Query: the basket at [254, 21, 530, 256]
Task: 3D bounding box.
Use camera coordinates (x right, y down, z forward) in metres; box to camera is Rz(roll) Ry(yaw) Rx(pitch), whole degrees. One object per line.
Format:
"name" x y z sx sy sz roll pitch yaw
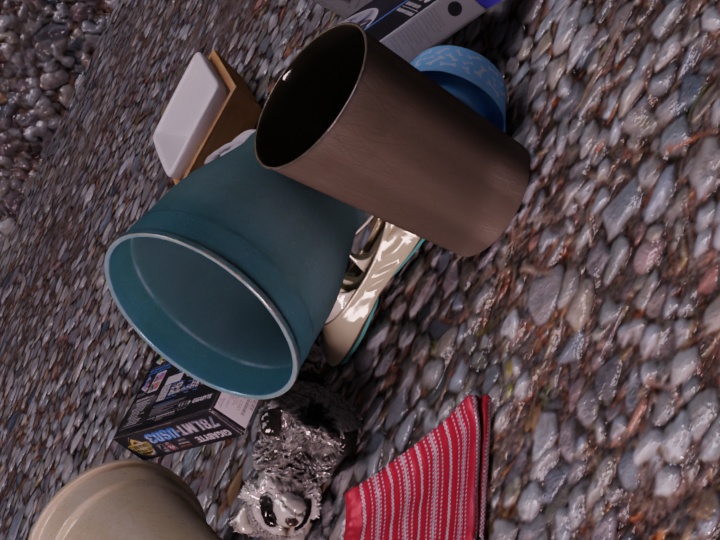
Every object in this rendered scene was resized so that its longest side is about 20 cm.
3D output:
"basket" 0.036 -0.104 1.495 0.180 0.199 0.137 -8 58 62

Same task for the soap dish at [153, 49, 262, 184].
"soap dish" -0.204 -0.197 2.333 0.158 0.081 0.200 -60 21 13

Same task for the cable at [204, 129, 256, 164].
"cable" -0.145 -0.071 2.078 0.200 0.069 0.201 -31 40 54

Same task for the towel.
"towel" 0.040 0.200 1.414 0.200 0.022 0.145 -43 31 44

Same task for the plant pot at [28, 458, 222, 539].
"plant pot" -0.195 0.301 1.668 0.183 0.200 0.201 16 82 57

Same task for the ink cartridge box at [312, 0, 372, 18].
"ink cartridge box" -0.040 -0.381 1.978 0.146 0.199 0.083 -63 21 5

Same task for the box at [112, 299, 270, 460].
"box" -0.142 0.082 1.715 0.200 0.050 0.199 -21 36 52

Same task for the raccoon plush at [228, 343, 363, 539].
"raccoon plush" -0.059 0.168 1.629 0.200 0.096 0.134 -70 3 -67

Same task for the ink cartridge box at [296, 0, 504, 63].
"ink cartridge box" 0.044 -0.244 1.708 0.200 0.044 0.198 -34 17 -4

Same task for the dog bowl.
"dog bowl" 0.060 -0.136 1.613 0.200 0.111 0.050 -40 22 48

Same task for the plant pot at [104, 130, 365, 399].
"plant pot" -0.097 -0.021 1.569 0.200 0.200 0.188 -32 18 54

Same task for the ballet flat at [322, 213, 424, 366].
"ballet flat" 0.000 0.000 1.663 0.200 0.069 0.070 -58 22 20

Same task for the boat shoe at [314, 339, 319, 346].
"boat shoe" -0.081 0.059 1.797 0.066 0.075 0.199 -35 13 -1
